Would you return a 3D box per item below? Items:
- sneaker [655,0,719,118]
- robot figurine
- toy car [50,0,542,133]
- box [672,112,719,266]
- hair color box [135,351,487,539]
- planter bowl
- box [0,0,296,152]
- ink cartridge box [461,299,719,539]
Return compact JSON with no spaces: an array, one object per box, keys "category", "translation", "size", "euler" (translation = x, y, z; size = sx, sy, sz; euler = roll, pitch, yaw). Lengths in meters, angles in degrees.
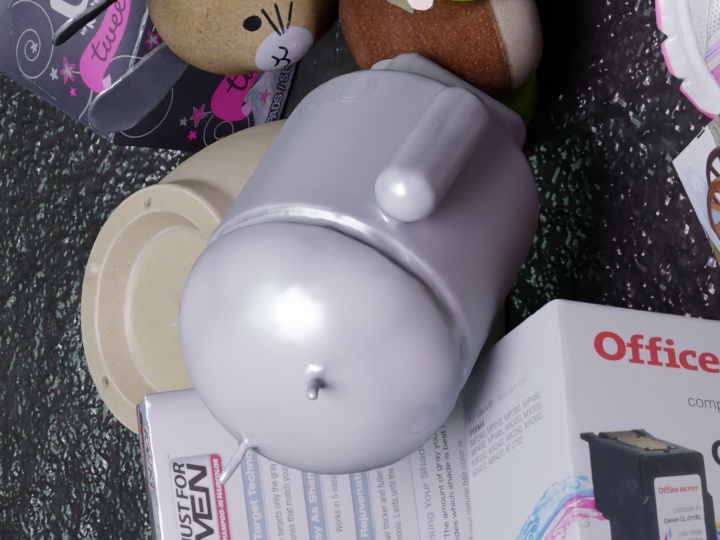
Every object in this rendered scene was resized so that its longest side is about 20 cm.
[{"category":"sneaker","translation":[0.179,-0.076,0.871],"size":[0.088,0.081,0.201],"euler":[-13,110,30]},{"category":"robot figurine","translation":[0.000,0.000,0.877],"size":[0.113,0.200,0.170],"euler":[28,135,1]},{"category":"toy car","translation":[-0.034,-0.117,0.979],"size":[0.199,0.164,0.158],"euler":[-23,66,-5]},{"category":"box","translation":[0.179,0.021,0.700],"size":[0.201,0.038,0.137],"euler":[68,157,16]},{"category":"hair color box","translation":[0.008,0.092,0.971],"size":[0.061,0.199,0.099],"euler":[143,120,-78]},{"category":"planter bowl","translation":[-0.048,0.019,1.072],"size":[0.200,0.134,0.201],"euler":[-2,87,44]},{"category":"box","translation":[-0.096,-0.174,1.138],"size":[0.132,0.114,0.201],"euler":[32,111,41]},{"category":"ink cartridge box","translation":[0.124,0.122,0.851],"size":[0.083,0.145,0.201],"euler":[135,137,-56]}]
